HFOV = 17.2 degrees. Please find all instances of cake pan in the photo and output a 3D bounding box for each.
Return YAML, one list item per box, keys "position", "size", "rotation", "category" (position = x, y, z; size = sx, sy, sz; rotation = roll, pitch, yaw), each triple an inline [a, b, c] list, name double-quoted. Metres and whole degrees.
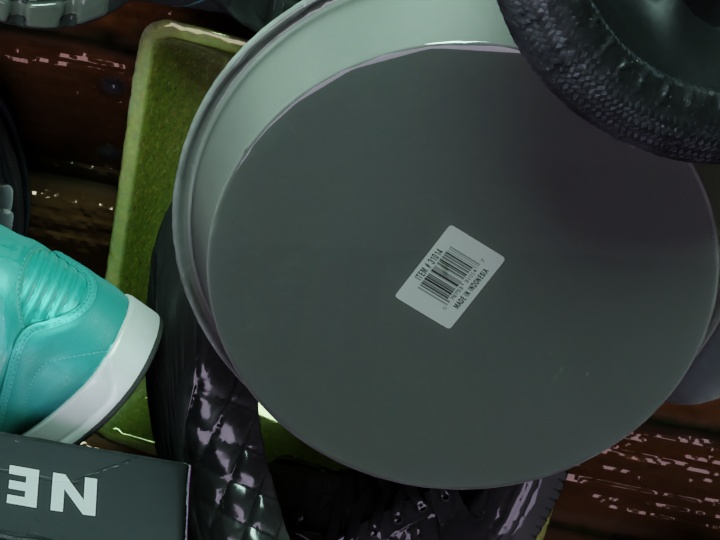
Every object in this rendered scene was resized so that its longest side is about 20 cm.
- position: [0.033, -0.006, 0.805]
  size: [0.198, 0.037, 0.202]
  rotation: [1, 120, 1]
  category: "cake pan"

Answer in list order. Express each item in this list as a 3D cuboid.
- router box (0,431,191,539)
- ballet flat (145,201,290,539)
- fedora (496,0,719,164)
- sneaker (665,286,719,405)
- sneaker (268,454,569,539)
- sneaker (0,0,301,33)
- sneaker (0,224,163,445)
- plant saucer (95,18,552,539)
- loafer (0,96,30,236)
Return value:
- position: [-0.176, 0.118, 0.893]
  size: [0.198, 0.051, 0.150]
  rotation: [11, 136, -15]
  category: "router box"
- position: [-0.047, 0.069, 0.916]
  size: [0.056, 0.066, 0.202]
  rotation: [-9, 91, -21]
  category: "ballet flat"
- position: [0.112, -0.130, 0.732]
  size: [0.199, 0.092, 0.202]
  rotation: [-10, 115, -22]
  category: "fedora"
- position: [0.063, 0.006, 0.867]
  size: [0.198, 0.075, 0.107]
  rotation: [-10, 115, 16]
  category: "sneaker"
- position: [-0.004, 0.106, 0.954]
  size: [0.104, 0.060, 0.200]
  rotation: [29, 125, -10]
  category: "sneaker"
- position: [-0.056, -0.130, 0.876]
  size: [0.198, 0.079, 0.076]
  rotation: [5, 118, -14]
  category: "sneaker"
- position: [-0.182, 0.043, 0.914]
  size: [0.121, 0.084, 0.200]
  rotation: [40, 123, -21]
  category: "sneaker"
- position: [0.000, 0.000, 0.952]
  size: [0.198, 0.048, 0.201]
  rotation: [14, 123, 3]
  category: "plant saucer"
- position: [-0.175, 0.013, 0.980]
  size: [0.071, 0.063, 0.201]
  rotation: [4, 129, -14]
  category: "loafer"
